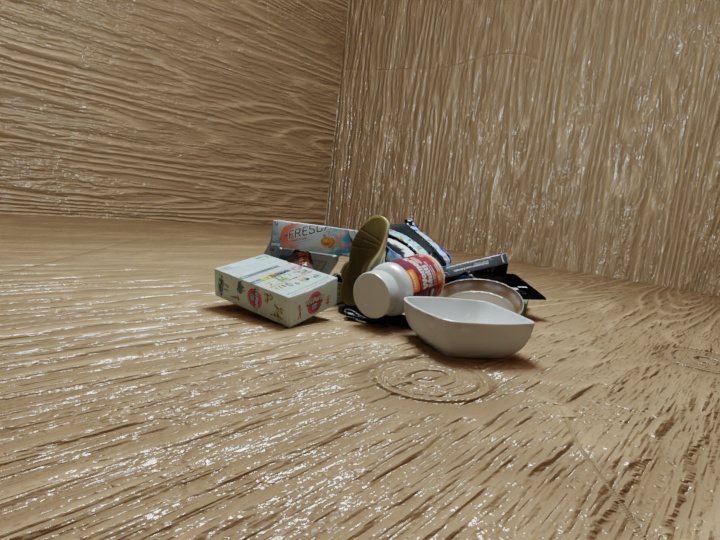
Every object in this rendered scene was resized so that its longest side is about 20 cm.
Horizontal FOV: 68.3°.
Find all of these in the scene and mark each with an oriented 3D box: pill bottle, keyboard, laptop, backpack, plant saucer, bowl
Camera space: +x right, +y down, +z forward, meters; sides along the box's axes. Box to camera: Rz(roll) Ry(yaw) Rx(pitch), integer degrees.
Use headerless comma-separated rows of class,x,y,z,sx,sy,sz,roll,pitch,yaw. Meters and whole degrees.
pill bottle,0.082,0.032,1.098,0.109,0.110,0.199,12,17,36
keyboard,0.042,0.096,1.112,0.199,0.021,0.127,10,8,27
laptop,0.339,0.060,1.382,0.176,0.104,0.200,2,28,-30
backpack,0.121,-0.029,1.349,0.182,0.135,0.200,-12,42,-45
plant saucer,0.254,0.079,1.160,0.199,0.032,0.201,-5,28,3
bowl,0.188,0.105,0.968,0.199,0.075,0.200,5,7,-19

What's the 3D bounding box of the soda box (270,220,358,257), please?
soda box,-0.106,-0.075,1.242,0.199,0.064,0.068,7,4,8

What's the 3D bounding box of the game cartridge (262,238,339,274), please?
game cartridge,-0.165,-0.017,1.384,0.199,0.133,0.042,8,50,-33

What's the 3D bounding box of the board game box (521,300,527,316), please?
board game box,0.380,0.089,1.436,0.134,0.029,0.200,10,8,20

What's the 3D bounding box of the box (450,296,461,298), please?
box,0.229,0.081,1.275,0.199,0.050,0.082,11,8,28

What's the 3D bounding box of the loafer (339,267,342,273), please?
loafer,0.011,0.023,1.424,0.199,0.074,0.071,13,9,41

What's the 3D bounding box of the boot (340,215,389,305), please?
boot,0.043,-0.016,1.175,0.072,0.201,0.154,24,9,35

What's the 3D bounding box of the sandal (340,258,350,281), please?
sandal,-0.005,0.003,1.270,0.070,0.077,0.212,57,7,34

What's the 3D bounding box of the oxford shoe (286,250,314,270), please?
oxford shoe,-0.141,-0.008,1.230,0.071,0.073,0.200,5,8,-20

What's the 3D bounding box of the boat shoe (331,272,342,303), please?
boat shoe,-0.044,0.039,1.288,0.071,0.065,0.200,10,8,23

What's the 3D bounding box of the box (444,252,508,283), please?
box,0.296,0.015,1.437,0.199,0.036,0.143,-15,-22,6

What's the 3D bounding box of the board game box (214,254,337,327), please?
board game box,-0.168,0.033,1.058,0.199,0.065,0.147,17,23,31
